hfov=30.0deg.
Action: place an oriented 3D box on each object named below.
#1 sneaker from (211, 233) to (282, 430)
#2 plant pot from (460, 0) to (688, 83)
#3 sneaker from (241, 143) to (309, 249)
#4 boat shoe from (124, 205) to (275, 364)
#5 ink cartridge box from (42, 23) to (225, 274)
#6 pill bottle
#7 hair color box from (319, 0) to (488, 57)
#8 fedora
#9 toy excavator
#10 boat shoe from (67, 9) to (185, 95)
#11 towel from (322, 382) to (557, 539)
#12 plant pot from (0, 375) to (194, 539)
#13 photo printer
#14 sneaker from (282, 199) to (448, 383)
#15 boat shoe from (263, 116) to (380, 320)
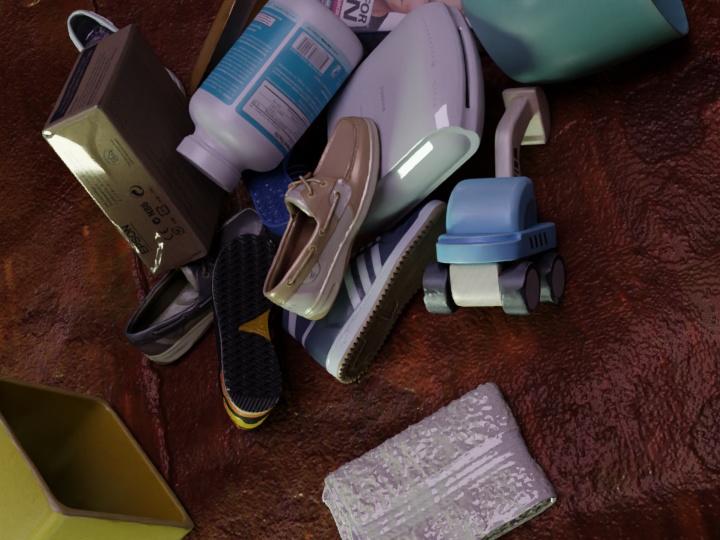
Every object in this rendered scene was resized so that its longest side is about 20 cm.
[{"bbox_3d":[-0.118,0.063,1.347,0.070,0.090,0.200,3,61,-13],"label":"sneaker"},{"bbox_3d":[0.188,-0.271,1.265,0.161,0.200,0.201,-28,59,25],"label":"plant pot"},{"bbox_3d":[-0.079,-0.077,1.397,0.070,0.078,0.200,-24,38,7],"label":"sneaker"},{"bbox_3d":[-0.167,0.011,1.403,0.201,0.066,0.072,-49,56,2],"label":"boat shoe"},{"bbox_3d":[-0.223,-0.124,1.380,0.075,0.200,0.165,-21,33,20],"label":"ink cartridge box"},{"bbox_3d":[-0.096,-0.177,1.349,0.111,0.111,0.200,36,85,33],"label":"pill bottle"},{"bbox_3d":[0.052,-0.282,1.414,0.200,0.061,0.100,3,72,28],"label":"hair color box"},{"bbox_3d":[-0.115,-0.259,1.455,0.082,0.201,0.201,26,81,-7],"label":"fedora"},{"bbox_3d":[0.136,-0.069,1.251,0.100,0.194,0.200,1,98,28],"label":"toy excavator"},{"bbox_3d":[-0.276,-0.241,1.561,0.072,0.069,0.200,-42,57,6],"label":"boat shoe"},{"bbox_3d":[0.066,0.201,1.225,0.200,0.034,0.133,-33,59,11],"label":"towel"},{"bbox_3d":[-0.327,0.249,1.323,0.200,0.194,0.196,-51,56,11],"label":"plant pot"},{"bbox_3d":[0.045,-0.150,1.302,0.200,0.069,0.167,-41,44,45],"label":"photo printer"},{"bbox_3d":[0.000,0.000,1.320,0.108,0.070,0.200,33,90,31],"label":"sneaker"},{"bbox_3d":[-0.039,-0.056,1.262,0.074,0.069,0.200,6,79,60],"label":"boat shoe"}]
